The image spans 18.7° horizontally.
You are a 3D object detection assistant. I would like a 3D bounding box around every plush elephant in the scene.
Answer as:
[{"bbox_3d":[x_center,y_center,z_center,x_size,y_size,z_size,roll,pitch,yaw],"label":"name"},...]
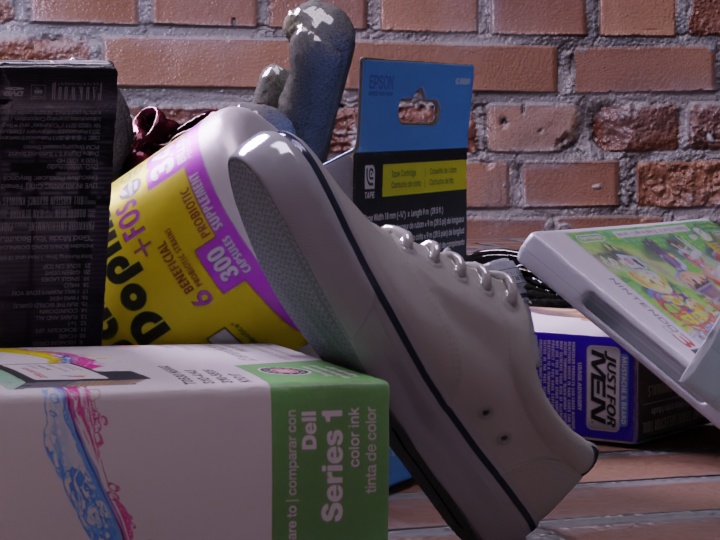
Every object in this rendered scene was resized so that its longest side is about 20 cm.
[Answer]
[{"bbox_3d":[-0.103,-0.048,1.125,0.154,0.200,0.165,16,40,6],"label":"plush elephant"}]

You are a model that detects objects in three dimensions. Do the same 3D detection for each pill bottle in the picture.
[{"bbox_3d":[-0.104,0.023,0.943,0.200,0.104,0.104,-34,-5,14],"label":"pill bottle"}]

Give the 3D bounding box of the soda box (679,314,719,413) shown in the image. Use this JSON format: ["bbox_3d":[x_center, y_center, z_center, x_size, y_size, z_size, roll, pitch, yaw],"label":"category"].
[{"bbox_3d":[0.240,0.034,1.122,0.068,0.064,0.200,37,24,20],"label":"soda box"}]

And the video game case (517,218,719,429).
[{"bbox_3d":[0.205,0.033,1.191,0.182,0.022,0.200,42,26,27],"label":"video game case"}]

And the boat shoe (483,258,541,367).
[{"bbox_3d":[0.007,0.057,1.194,0.200,0.067,0.073,-24,-10,32],"label":"boat shoe"}]

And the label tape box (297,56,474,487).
[{"bbox_3d":[0.000,0.000,1.044,0.063,0.201,0.144,2,4,23],"label":"label tape box"}]

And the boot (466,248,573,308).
[{"bbox_3d":[0.090,0.029,1.503,0.158,0.080,0.211,-4,6,-45],"label":"boot"}]

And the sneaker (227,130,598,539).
[{"bbox_3d":[0.022,0.018,0.831,0.071,0.200,0.073,-40,28,-12],"label":"sneaker"}]

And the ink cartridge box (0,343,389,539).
[{"bbox_3d":[-0.106,0.075,0.802,0.200,0.084,0.145,-1,4,-20],"label":"ink cartridge box"}]

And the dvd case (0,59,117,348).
[{"bbox_3d":[-0.173,0.015,0.853,0.148,0.200,0.016,-2,19,-20],"label":"dvd case"}]

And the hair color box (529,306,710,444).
[{"bbox_3d":[0.097,0.055,1.252,0.200,0.065,0.109,5,7,35],"label":"hair color box"}]
